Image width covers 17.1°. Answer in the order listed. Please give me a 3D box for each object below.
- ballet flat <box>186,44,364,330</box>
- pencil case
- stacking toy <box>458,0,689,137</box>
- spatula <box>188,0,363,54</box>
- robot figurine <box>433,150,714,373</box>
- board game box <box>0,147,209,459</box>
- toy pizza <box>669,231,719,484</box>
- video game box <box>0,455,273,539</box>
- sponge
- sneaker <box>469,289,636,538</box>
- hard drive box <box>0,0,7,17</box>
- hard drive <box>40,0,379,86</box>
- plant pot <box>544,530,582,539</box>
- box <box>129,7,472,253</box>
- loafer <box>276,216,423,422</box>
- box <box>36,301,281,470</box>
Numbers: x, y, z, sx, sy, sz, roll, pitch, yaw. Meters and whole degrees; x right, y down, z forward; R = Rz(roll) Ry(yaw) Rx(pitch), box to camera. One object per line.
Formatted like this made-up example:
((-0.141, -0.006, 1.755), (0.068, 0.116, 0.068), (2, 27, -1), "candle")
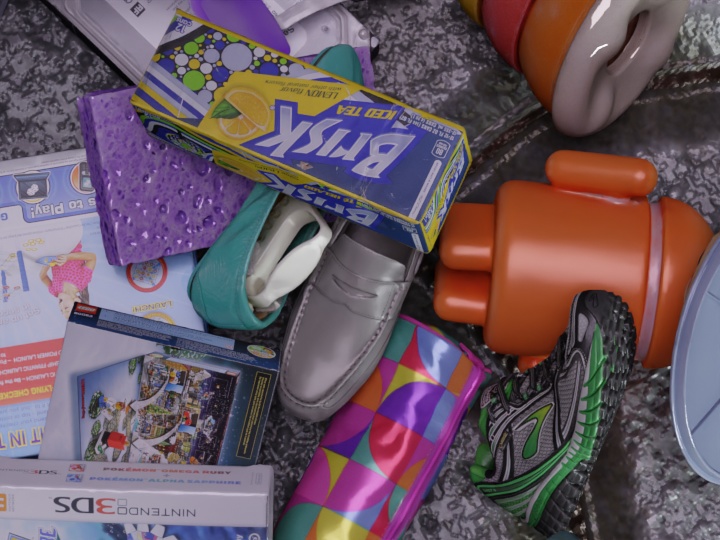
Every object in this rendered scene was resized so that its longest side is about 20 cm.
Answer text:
((-0.034, -0.047, 1.519), (0.070, 0.067, 0.201), (25, 82, 35), "ballet flat")
((0.013, 0.130, 1.554), (0.088, 0.088, 0.201), (25, 82, 3), "pencil case")
((0.108, -0.194, 1.596), (0.200, 0.146, 0.146), (34, 82, 21), "stacking toy")
((-0.022, -0.178, 1.590), (0.199, 0.021, 0.057), (-20, 68, -30), "spatula")
((0.148, 0.002, 1.556), (0.199, 0.117, 0.145), (6, 80, 0), "robot figurine")
((-0.201, 0.024, 1.582), (0.199, 0.056, 0.197), (-9, 82, -2), "board game box")
((0.255, 0.040, 1.536), (0.032, 0.200, 0.201), (20, 79, 41), "toy pizza")
((-0.147, 0.217, 1.512), (0.181, 0.047, 0.201), (2, 111, 2), "video game box")
((-0.079, -0.076, 1.555), (0.199, 0.030, 0.112), (-13, 100, -24), "sponge")
((0.117, 0.089, 1.515), (0.085, 0.201, 0.078), (23, 41, 7), "sneaker")
((-0.321, -0.257, 1.612), (0.199, 0.077, 0.157), (22, 82, 3), "hard drive box")
((-0.104, -0.170, 1.621), (0.200, 0.038, 0.140), (44, 84, 5), "hard drive")
((0.140, 0.281, 1.488), (0.200, 0.200, 0.196), (-40, 75, -6), "plant pot")
((-0.035, -0.085, 1.465), (0.199, 0.064, 0.070), (23, 78, 14), "box")
((0.000, 0.000, 1.527), (0.070, 0.070, 0.201), (22, 77, 11), "loafer")
((-0.139, 0.131, 1.525), (0.136, 0.038, 0.201), (13, 109, -5), "box")
